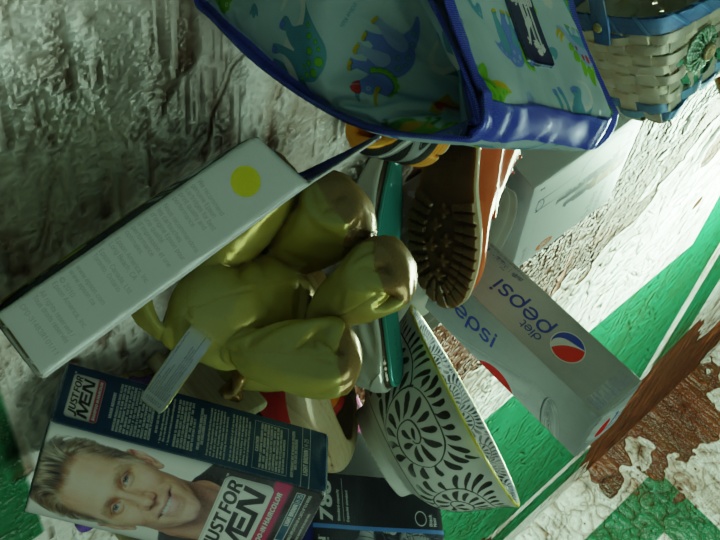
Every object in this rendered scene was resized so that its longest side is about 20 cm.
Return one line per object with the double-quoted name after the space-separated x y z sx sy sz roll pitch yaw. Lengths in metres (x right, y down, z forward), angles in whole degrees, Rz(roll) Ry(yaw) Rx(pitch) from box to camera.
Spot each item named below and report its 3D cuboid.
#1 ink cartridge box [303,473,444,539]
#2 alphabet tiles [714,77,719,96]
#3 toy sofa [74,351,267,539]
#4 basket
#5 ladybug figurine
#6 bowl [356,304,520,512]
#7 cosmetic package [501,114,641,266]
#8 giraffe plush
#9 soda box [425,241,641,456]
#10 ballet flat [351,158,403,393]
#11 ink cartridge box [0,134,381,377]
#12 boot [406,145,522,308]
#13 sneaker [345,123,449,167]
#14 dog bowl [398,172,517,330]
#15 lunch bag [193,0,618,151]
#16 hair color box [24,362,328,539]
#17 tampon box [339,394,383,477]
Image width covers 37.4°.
-0.008 0.237 0.956 0.197 0.101 0.039 11 152 -35 "ink cartridge box"
0.332 -0.257 0.949 0.006 0.203 0.167 -4 149 -4 "alphabet tiles"
-0.160 0.161 0.867 0.097 0.083 0.202 -21 146 -47 "toy sofa"
0.249 -0.244 0.891 0.175 0.138 0.203 -37 122 -26 "basket"
-0.052 0.096 0.920 0.070 0.137 0.202 -6 137 10 "ladybug figurine"
0.056 0.143 0.959 0.093 0.203 0.201 -30 158 5 "bowl"
0.210 -0.095 1.111 0.149 0.052 0.201 -33 160 -12 "cosmetic package"
-0.064 0.035 0.762 0.199 0.173 0.162 -38 166 -8 "giraffe plush"
0.151 0.065 0.959 0.063 0.200 0.069 -31 154 -32 "soda box"
0.000 0.000 0.874 0.069 0.068 0.205 -10 101 -55 "ballet flat"
-0.105 -0.022 0.581 0.199 0.047 0.197 -39 -170 -15 "ink cartridge box"
0.096 -0.071 0.876 0.106 0.074 0.204 -16 116 -46 "boot"
0.054 -0.154 0.753 0.076 0.078 0.202 -9 136 -42 "sneaker"
0.060 -0.015 1.003 0.199 0.059 0.201 -39 155 -22 "dog bowl"
0.038 -0.135 0.592 0.169 0.200 0.128 -9 138 -54 "lunch bag"
-0.131 0.146 0.767 0.061 0.196 0.101 -90 -159 -53 "hair color box"
-0.069 0.237 1.019 0.198 0.152 0.126 -23 174 -43 "tampon box"
